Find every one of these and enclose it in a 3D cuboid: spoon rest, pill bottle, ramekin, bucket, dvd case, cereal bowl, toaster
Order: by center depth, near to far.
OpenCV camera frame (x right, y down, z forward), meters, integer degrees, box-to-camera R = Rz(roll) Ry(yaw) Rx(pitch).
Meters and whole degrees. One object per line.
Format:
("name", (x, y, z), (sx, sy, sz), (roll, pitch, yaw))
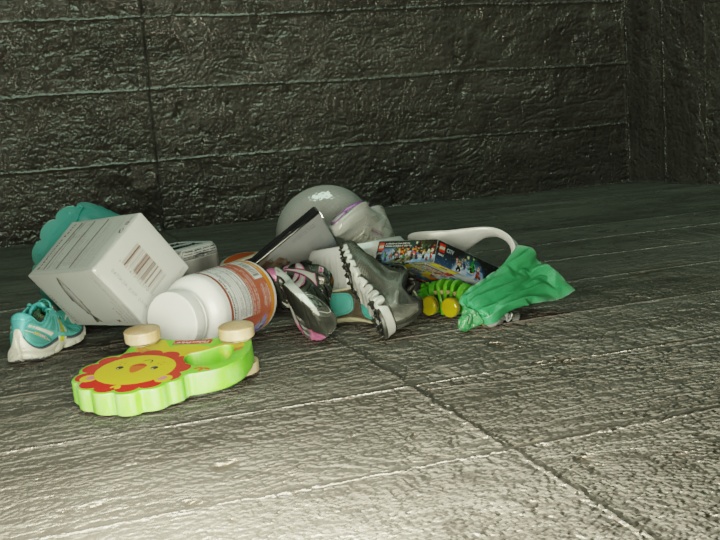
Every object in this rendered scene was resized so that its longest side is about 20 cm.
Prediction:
("pill bottle", (-0.214, 0.055, 1.378), (0.111, 0.114, 0.200), (0, 9, 26))
("spoon rest", (0.170, -0.042, 1.547), (0.198, 0.061, 0.099), (8, -12, 29))
("toaster", (-0.298, 0.024, 1.580), (0.112, 0.131, 0.200), (0, 9, 25))
("ramekin", (0.000, 0.000, 1.623), (0.199, 0.096, 0.202), (-10, 3, 0))
("bucket", (-0.445, -0.006, 1.633), (0.134, 0.210, 0.206), (15, 19, 43))
("dvd case", (-0.108, -0.025, 1.651), (0.142, 0.018, 0.200), (-40, -21, -4))
("cereal bowl", (-0.065, -0.059, 1.861), (0.197, 0.202, 0.084), (-6, 31, -11))

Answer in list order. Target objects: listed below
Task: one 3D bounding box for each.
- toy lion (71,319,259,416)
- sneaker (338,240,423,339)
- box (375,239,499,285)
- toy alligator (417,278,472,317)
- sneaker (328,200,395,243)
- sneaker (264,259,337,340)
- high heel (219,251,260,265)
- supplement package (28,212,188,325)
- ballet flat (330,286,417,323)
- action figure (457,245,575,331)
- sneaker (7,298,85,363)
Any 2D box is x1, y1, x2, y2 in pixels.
("toy lion", (-0.234, 0.122, 1.139), (0.197, 0.070, 0.192), (-3, 15, 6))
("sneaker", (0.034, 0.017, 1.404), (0.089, 0.067, 0.201), (-20, 42, -11))
("box", (0.139, -0.001, 1.526), (0.199, 0.038, 0.136), (22, -14, -39))
("toy alligator", (0.118, 0.039, 1.508), (0.198, 0.055, 0.059), (3, 11, 43))
("sneaker", (0.014, -0.071, 1.743), (0.075, 0.100, 0.199), (-34, -12, 25))
("sneaker", (-0.074, 0.028, 1.424), (0.086, 0.081, 0.200), (-26, 33, -15))
("high heel", (-0.180, 0.010, 1.751), (0.067, 0.098, 0.199), (2, 13, 41))
("supplement package", (-0.373, 0.002, 1.407), (0.199, 0.117, 0.118), (-3, 45, 46))
("ballet flat", (0.005, 0.051, 1.478), (0.197, 0.071, 0.069), (-1, 9, 23))
("action figure", (0.210, 0.039, 1.402), (0.199, 0.055, 0.118), (-26, 50, -36))
("sneaker", (-0.473, 0.082, 1.445), (0.076, 0.081, 0.200), (-4, 7, 3))
